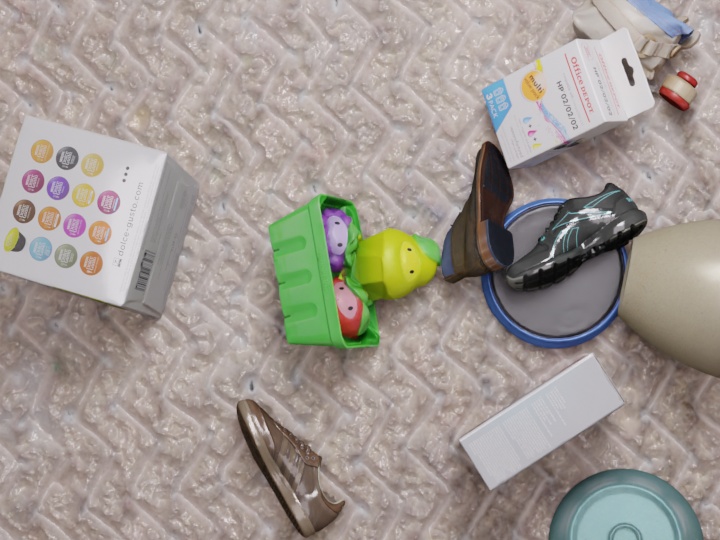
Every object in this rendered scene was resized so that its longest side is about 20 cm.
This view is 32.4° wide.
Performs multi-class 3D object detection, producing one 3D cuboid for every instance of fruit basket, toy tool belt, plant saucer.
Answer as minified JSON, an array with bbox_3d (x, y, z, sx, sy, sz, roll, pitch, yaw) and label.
[{"bbox_3d":[0.000,0.000,1.628,0.213,0.155,0.218,-1,88,22],"label":"fruit basket"},{"bbox_3d":[0.385,-0.317,1.632,0.199,0.125,0.123,38,97,6],"label":"toy tool belt"},{"bbox_3d":[0.338,0.348,1.581,0.198,0.036,0.202,-5,66,11],"label":"plant saucer"}]

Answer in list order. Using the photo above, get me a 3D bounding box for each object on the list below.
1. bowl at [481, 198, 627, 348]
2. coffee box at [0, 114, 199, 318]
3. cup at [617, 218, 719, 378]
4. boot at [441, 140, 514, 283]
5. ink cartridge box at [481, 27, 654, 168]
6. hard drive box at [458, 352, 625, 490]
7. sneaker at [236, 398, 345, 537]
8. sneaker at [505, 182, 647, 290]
[{"bbox_3d":[0.260,0.002,1.651,0.198,0.039,0.203,0,84,5],"label":"bowl"},{"bbox_3d":[-0.347,-0.065,1.624,0.196,0.200,0.202,15,85,6],"label":"coffee box"},{"bbox_3d":[0.404,0.022,1.561,0.142,0.200,0.203,12,85,9],"label":"cup"},{"bbox_3d":[0.148,-0.077,1.647,0.096,0.074,0.202,-28,45,37],"label":"boot"},{"bbox_3d":[0.267,-0.224,1.607,0.199,0.068,0.116,-25,81,38],"label":"ink cartridge box"},{"bbox_3d":[0.227,0.193,1.577,0.199,0.156,0.077,-33,82,0],"label":"hard drive box"},{"bbox_3d":[-0.094,0.252,1.651,0.075,0.070,0.201,-28,86,-18],"label":"sneaker"},{"bbox_3d":[0.271,-0.042,1.608,0.199,0.076,0.080,-28,69,-5],"label":"sneaker"}]
